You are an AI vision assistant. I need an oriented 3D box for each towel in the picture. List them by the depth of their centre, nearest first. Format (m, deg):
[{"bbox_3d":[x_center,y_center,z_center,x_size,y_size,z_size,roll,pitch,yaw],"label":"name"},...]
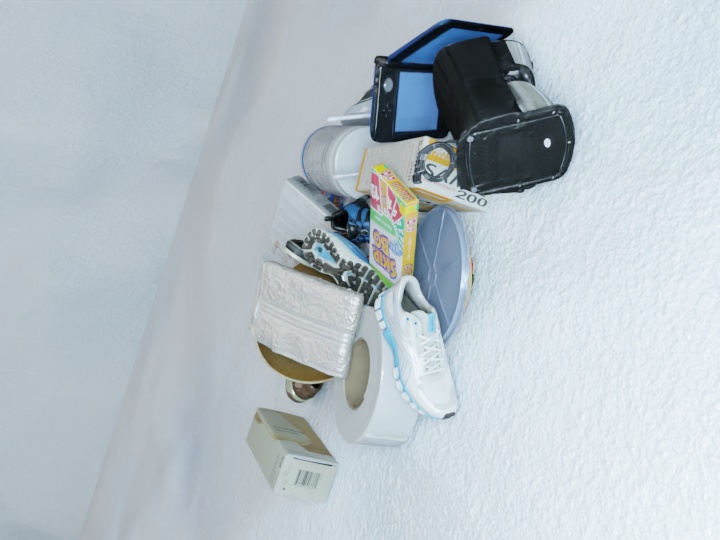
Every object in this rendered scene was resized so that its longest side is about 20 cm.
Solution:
[{"bbox_3d":[-0.088,0.071,1.152,0.199,0.034,0.134,18,101,31],"label":"towel"}]

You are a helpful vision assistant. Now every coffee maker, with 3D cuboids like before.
[{"bbox_3d":[0.150,-0.202,0.944,0.201,0.190,0.136,-102,23,-48],"label":"coffee maker"}]

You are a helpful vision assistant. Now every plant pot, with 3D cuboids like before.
[{"bbox_3d":[-0.089,0.067,1.331,0.200,0.185,0.188,-97,31,-64],"label":"plant pot"}]

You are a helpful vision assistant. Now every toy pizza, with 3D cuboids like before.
[{"bbox_3d":[0.114,0.009,1.056,0.200,0.031,0.203,-175,90,-72],"label":"toy pizza"}]

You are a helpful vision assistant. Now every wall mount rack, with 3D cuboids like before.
[{"bbox_3d":[0.035,-0.220,1.190,0.074,0.173,0.201,35,149,30],"label":"wall mount rack"}]

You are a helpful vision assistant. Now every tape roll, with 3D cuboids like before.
[{"bbox_3d":[0.024,0.157,1.107,0.202,0.070,0.205,-170,90,-69],"label":"tape roll"}]

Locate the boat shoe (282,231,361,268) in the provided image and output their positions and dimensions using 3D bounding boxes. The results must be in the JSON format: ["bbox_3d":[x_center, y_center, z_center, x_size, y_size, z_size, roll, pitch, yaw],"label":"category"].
[{"bbox_3d":[-0.064,-0.041,1.312,0.072,0.199,0.068,36,107,29],"label":"boat shoe"}]

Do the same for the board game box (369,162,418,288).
[{"bbox_3d":[0.045,-0.045,1.074,0.096,0.030,0.201,53,156,40],"label":"board game box"}]

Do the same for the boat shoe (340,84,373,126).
[{"bbox_3d":[0.039,-0.315,1.409,0.199,0.072,0.072,-12,55,52],"label":"boat shoe"}]

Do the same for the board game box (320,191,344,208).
[{"bbox_3d":[-0.087,-0.081,1.554,0.135,0.034,0.202,-10,67,64],"label":"board game box"}]

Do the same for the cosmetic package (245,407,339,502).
[{"bbox_3d":[-0.123,0.318,1.313,0.200,0.104,0.072,31,102,63],"label":"cosmetic package"}]

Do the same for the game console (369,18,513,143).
[{"bbox_3d":[0.119,-0.269,1.081,0.118,0.199,0.173,17,110,36],"label":"game console"}]

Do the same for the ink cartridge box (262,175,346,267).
[{"bbox_3d":[-0.106,-0.057,1.463,0.162,0.050,0.201,41,131,26],"label":"ink cartridge box"}]

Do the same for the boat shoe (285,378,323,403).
[{"bbox_3d":[-0.097,0.143,1.412,0.075,0.074,0.204,-30,56,42],"label":"boat shoe"}]

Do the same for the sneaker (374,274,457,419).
[{"bbox_3d":[0.080,0.097,0.987,0.201,0.074,0.087,66,149,23],"label":"sneaker"}]

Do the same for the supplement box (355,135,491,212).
[{"bbox_3d":[0.092,-0.136,1.103,0.200,0.125,0.074,9,84,66],"label":"supplement box"}]

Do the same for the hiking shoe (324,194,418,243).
[{"bbox_3d":[0.023,-0.064,1.215,0.200,0.086,0.075,26,135,57],"label":"hiking shoe"}]

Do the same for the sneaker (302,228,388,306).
[{"bbox_3d":[0.000,0.000,1.216,0.200,0.090,0.079,47,118,17],"label":"sneaker"}]

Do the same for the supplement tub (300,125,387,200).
[{"bbox_3d":[-0.024,-0.201,1.381,0.200,0.131,0.133,24,97,64],"label":"supplement tub"}]
